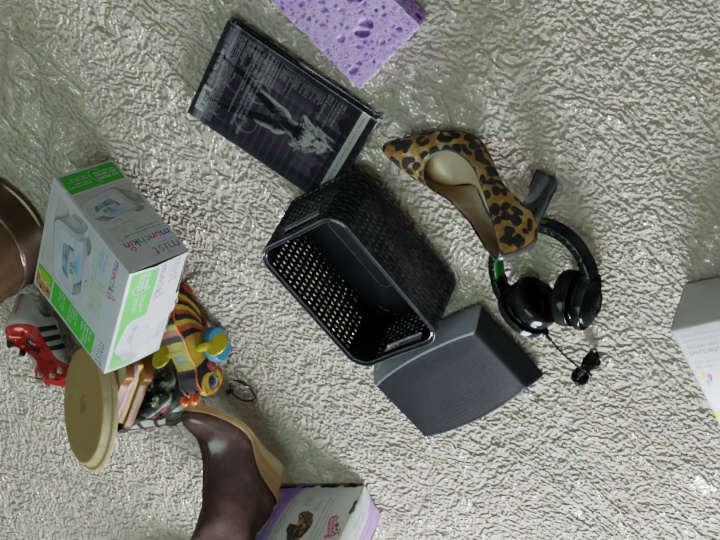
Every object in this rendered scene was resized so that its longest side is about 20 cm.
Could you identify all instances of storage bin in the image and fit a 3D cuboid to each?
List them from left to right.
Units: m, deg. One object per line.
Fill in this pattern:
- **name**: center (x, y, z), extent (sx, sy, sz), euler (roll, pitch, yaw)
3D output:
- **storage bin**: center (0.000, 0.000, 1.385), extent (0.135, 0.094, 0.200), euler (-23, 118, 38)

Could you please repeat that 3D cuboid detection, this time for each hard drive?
- **hard drive**: center (0.114, 0.132, 1.475), extent (0.135, 0.042, 0.199), euler (47, 132, -12)

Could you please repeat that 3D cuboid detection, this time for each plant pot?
- **plant pot**: center (-0.557, -0.004, 1.614), extent (0.198, 0.199, 0.202), euler (14, 132, 17)

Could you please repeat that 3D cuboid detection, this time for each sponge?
- **sponge**: center (-0.037, -0.294, 1.226), extent (0.200, 0.030, 0.111), euler (43, 133, -9)

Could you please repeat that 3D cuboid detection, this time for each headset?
- **headset**: center (0.222, 0.033, 1.337), extent (0.123, 0.094, 0.202), euler (-12, 104, 39)

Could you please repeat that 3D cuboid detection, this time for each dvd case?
- **dvd case**: center (-0.090, -0.178, 1.354), extent (0.199, 0.016, 0.149), euler (34, 134, -1)

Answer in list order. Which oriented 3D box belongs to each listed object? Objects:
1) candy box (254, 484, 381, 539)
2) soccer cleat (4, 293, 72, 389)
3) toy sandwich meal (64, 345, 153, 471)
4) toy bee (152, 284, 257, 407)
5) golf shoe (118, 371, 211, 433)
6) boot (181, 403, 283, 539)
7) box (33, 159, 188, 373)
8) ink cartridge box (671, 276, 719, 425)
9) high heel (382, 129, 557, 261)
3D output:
- **candy box**: center (-0.092, 0.391, 1.701), extent (0.198, 0.168, 0.072), euler (-6, 124, 31)
- **soccer cleat**: center (-0.461, 0.108, 1.746), extent (0.068, 0.086, 0.200), euler (-5, 149, 10)
- **toy sandwich meal**: center (-0.360, 0.183, 1.688), extent (0.070, 0.207, 0.205), euler (2, 145, -33)
- **toy bee**: center (-0.215, 0.124, 1.598), extent (0.200, 0.109, 0.131), euler (43, 131, -9)
- **golf shoe**: center (-0.296, 0.204, 1.725), extent (0.088, 0.078, 0.199), euler (25, 155, -30)
- **boot**: center (-0.195, 0.296, 1.636), extent (0.072, 0.167, 0.200), euler (-13, 133, 45)
- **box**: center (-0.320, -0.004, 1.521), extent (0.177, 0.096, 0.201), euler (48, 138, 22)
- **ink cartridge box**: center (0.436, 0.101, 1.252), extent (0.147, 0.086, 0.201), euler (-16, 115, 36)
- **high heel**: center (0.098, -0.080, 1.246), extent (0.198, 0.143, 0.072), euler (17, 132, 14)
